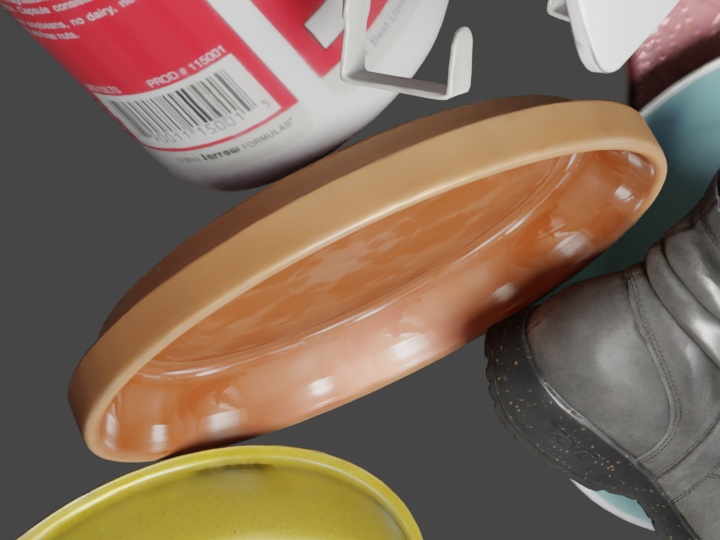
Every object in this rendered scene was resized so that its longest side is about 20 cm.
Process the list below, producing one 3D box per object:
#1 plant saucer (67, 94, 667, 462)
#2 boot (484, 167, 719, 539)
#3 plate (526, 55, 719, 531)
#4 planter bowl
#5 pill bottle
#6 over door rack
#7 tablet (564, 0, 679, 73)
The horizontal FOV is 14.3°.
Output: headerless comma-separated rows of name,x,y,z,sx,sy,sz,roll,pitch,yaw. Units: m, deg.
plant saucer,0.000,0.000,0.895,0.200,0.032,0.200,-25,165,-7
boot,0.150,0.046,0.967,0.131,0.070,0.200,-34,134,32
plate,0.144,0.003,1.032,0.199,0.026,0.201,-11,119,-21
planter bowl,-0.048,0.163,0.968,0.200,0.084,0.201,-17,132,-20
pill bottle,-0.071,-0.123,0.814,0.112,0.112,0.200,-43,125,1
over door rack,0.019,-0.154,0.810,0.148,0.066,0.201,-24,108,-58
tablet,0.068,-0.171,0.819,0.130,0.014,0.201,-49,130,-52
